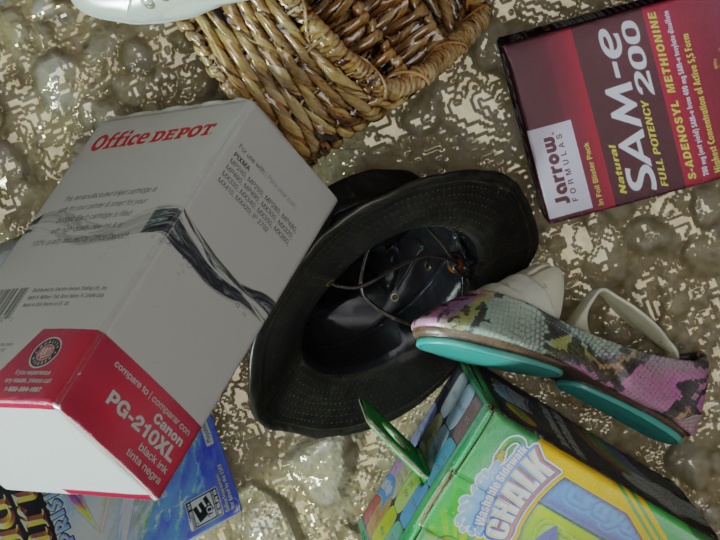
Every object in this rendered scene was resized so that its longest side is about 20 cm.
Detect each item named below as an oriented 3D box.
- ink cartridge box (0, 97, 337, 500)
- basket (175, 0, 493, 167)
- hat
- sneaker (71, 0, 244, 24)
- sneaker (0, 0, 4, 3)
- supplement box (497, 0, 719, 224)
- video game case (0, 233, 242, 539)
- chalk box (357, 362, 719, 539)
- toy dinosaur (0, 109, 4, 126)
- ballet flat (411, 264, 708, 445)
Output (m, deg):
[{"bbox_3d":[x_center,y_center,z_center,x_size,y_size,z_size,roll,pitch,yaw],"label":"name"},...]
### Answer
[{"bbox_3d":[-0.123,0.014,1.122,0.084,0.144,0.200,47,59,-30],"label":"ink cartridge box"},{"bbox_3d":[-0.035,-0.174,1.167,0.149,0.143,0.200,-34,97,6],"label":"basket"},{"bbox_3d":[0.000,0.000,1.214,0.201,0.201,0.081,-44,57,6],"label":"hat"},{"bbox_3d":[-0.070,-0.166,1.049,0.199,0.085,0.073,-11,97,22],"label":"sneaker"},{"bbox_3d":[-0.290,-0.152,1.199,0.199,0.088,0.075,-23,98,3],"label":"sneaker"},{"bbox_3d":[0.187,-0.106,1.218,0.199,0.061,0.109,-16,99,3],"label":"supplement box"},{"bbox_3d":[-0.173,0.082,1.199,0.181,0.045,0.201,-26,103,-37],"label":"video game case"},{"bbox_3d":[0.079,0.139,1.215,0.200,0.124,0.124,30,97,-9],"label":"chalk box"},{"bbox_3d":[-0.244,-0.001,1.224,0.088,0.047,0.200,32,68,-10],"label":"toy dinosaur"},{"bbox_3d":[0.118,0.039,1.223,0.199,0.069,0.071,21,79,-26],"label":"ballet flat"}]
